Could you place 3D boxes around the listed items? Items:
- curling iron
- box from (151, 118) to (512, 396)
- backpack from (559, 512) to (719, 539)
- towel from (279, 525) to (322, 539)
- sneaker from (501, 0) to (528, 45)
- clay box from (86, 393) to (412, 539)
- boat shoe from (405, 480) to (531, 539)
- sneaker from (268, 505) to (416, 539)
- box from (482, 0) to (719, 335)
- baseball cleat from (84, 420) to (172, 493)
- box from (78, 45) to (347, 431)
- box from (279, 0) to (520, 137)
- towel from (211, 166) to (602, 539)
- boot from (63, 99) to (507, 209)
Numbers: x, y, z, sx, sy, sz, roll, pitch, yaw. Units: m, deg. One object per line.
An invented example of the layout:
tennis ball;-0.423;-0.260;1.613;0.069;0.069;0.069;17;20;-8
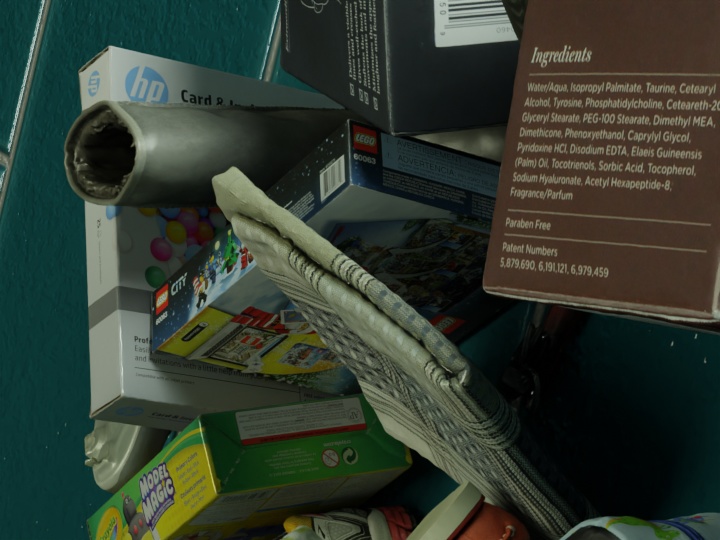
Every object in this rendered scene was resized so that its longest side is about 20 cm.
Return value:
curling iron;0.114;-0.014;1.385;0.201;0.025;0.050;-63;-2;20
box;0.000;0.000;1.465;0.200;0.136;0.038;-38;47;48
backpack;0.117;0.189;1.238;0.164;0.153;0.201;-112;21;-44
towel;-0.036;0.234;1.464;0.172;0.048;0.200;54;139;0
sneaker;0.142;-0.079;1.300;0.076;0.114;0.200;13;131;56
clay box;-0.067;0.122;1.541;0.200;0.114;0.048;-41;60;57
boat shoe;0.048;0.145;1.387;0.071;0.062;0.200;-50;-2;-13
sneaker;-0.048;0.187;1.546;0.200;0.082;0.078;-55;40;37
box;0.171;-0.070;1.178;0.164;0.165;0.201;8;89;59
baseball cleat;-0.089;0.048;1.616;0.070;0.106;0.201;-33;36;46
box;-0.075;-0.010;1.575;0.041;0.155;0.201;-33;54;49
box;0.032;-0.159;1.417;0.200;0.106;0.149;-142;47;-68
towel;0.023;0.052;1.349;0.035;0.193;0.200;-46;48;-5
boot;-0.027;-0.061;1.467;0.181;0.199;0.073;-16;69;56
